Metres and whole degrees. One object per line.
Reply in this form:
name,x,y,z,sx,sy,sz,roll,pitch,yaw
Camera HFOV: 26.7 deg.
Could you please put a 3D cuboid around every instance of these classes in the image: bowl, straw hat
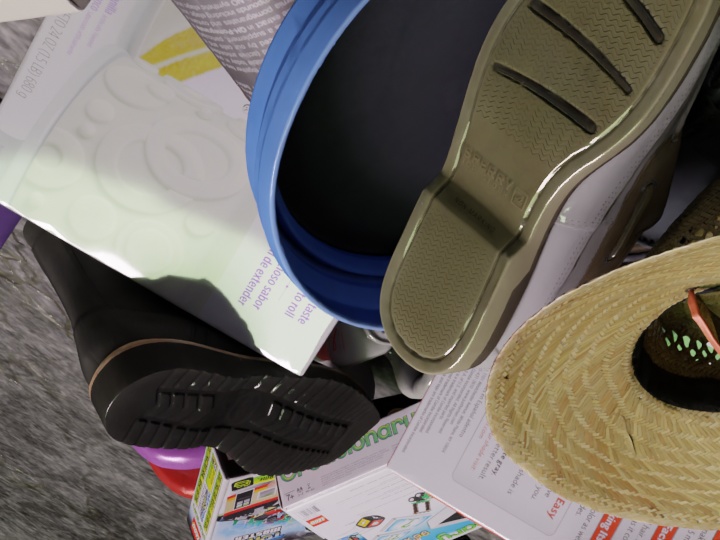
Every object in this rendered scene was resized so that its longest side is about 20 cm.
bowl,0.045,-0.065,0.596,0.039,0.201,0.201,51,172,39
straw hat,0.145,0.012,0.549,0.201,0.085,0.201,2,144,2

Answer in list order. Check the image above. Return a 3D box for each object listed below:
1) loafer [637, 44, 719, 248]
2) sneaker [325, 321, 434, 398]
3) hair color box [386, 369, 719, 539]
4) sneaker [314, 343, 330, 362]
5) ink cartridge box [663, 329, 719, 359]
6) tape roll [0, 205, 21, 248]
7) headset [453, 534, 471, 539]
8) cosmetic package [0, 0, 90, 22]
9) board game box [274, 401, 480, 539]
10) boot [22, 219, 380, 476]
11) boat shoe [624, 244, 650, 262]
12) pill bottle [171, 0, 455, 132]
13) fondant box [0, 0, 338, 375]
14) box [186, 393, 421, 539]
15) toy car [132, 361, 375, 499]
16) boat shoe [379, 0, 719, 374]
loafer,0.148,-0.065,0.562,0.068,0.070,0.201,0,145,-21
sneaker,0.000,0.000,0.841,0.200,0.099,0.078,42,151,-27
hair color box,0.128,0.100,0.754,0.200,0.111,0.064,29,-176,17
sneaker,-0.093,-0.012,0.873,0.087,0.074,0.200,-31,107,17
ink cartridge box,0.233,0.006,0.648,0.145,0.084,0.200,28,154,1
tape roll,-0.319,-0.086,1.029,0.200,0.066,0.200,22,153,12
headset,-0.004,0.174,1.170,0.200,0.094,0.124,29,157,24
cosmetic package,-0.190,-0.171,0.709,0.200,0.104,0.073,4,147,41
board game box,0.064,0.117,0.924,0.200,0.035,0.126,-25,144,14
boot,-0.083,0.033,0.833,0.200,0.077,0.138,26,-156,-52
boat shoe,0.099,-0.030,0.737,0.200,0.060,0.074,-5,139,48
pill bottle,-0.015,-0.120,0.626,0.111,0.111,0.200,4,145,40
fondant box,-0.076,-0.060,0.763,0.200,0.058,0.144,30,112,-7
box,-0.007,0.128,0.990,0.200,0.035,0.110,-10,146,-22
toy car,-0.096,0.072,1.007,0.175,0.150,0.200,18,152,20
boat shoe,0.079,-0.047,0.559,0.075,0.068,0.200,52,125,30
